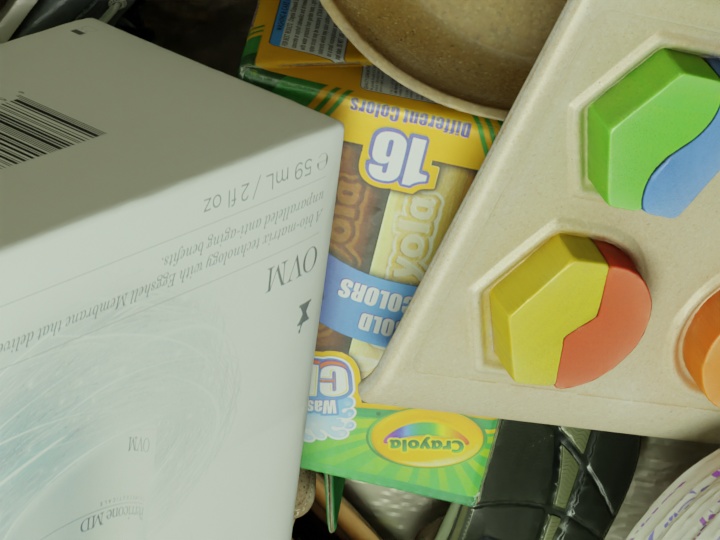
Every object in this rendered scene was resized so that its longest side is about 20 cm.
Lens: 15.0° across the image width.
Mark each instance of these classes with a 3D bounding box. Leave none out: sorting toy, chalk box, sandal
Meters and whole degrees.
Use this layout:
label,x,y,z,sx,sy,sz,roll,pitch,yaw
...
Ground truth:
label,x,y,z,sx,sy,sz,roll,pitch,yaw
sorting toy,0.117,-0.012,0.930,0.184,0.037,0.200,8,127,-32
chalk box,0.000,0.000,1.028,0.123,0.125,0.201,14,118,-3
sandal,0.050,0.127,1.115,0.080,0.057,0.201,32,88,-14

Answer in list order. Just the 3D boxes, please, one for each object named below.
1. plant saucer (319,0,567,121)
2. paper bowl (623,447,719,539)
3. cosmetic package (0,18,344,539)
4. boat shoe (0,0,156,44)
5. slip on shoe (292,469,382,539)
label,x,y,z,sx,sy,sz,roll,pitch,yaw
plant saucer,0.071,-0.147,0.947,0.199,0.035,0.201,-3,81,17
paper bowl,0.156,0.154,1.003,0.200,0.104,0.202,-10,108,-31
cosmetic package,-0.119,0.046,0.898,0.123,0.199,0.201,25,120,30
boat shoe,-0.101,-0.089,1.018,0.062,0.073,0.200,34,111,-9
slip on shoe,-0.047,0.084,1.089,0.060,0.076,0.200,-15,131,19
